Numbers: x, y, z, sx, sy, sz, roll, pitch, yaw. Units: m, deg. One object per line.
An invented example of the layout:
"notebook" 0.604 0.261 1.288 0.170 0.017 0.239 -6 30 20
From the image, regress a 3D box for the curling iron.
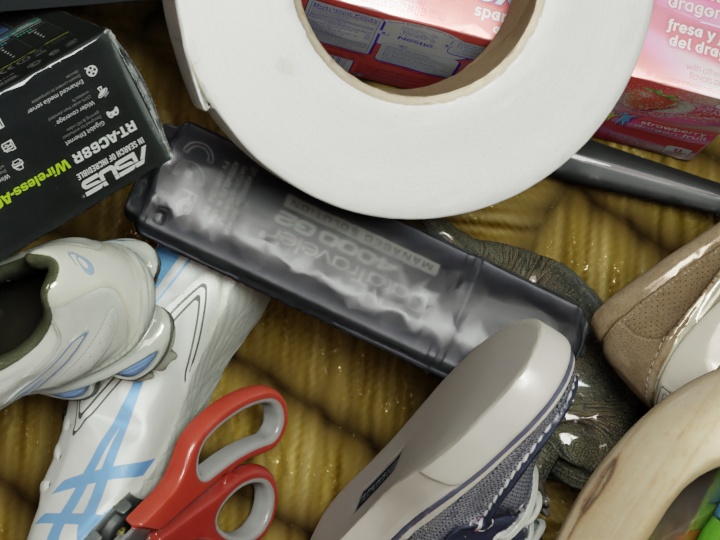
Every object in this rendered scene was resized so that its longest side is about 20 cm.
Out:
"curling iron" 0.076 -0.049 1.105 0.199 0.026 0.050 13 41 -9

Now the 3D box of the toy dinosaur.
"toy dinosaur" 0.084 0.047 1.077 0.102 0.077 0.200 -31 80 -24

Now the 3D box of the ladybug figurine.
"ladybug figurine" 0.144 0.117 0.979 0.135 0.072 0.201 34 98 -5

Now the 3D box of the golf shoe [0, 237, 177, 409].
"golf shoe" -0.176 0.039 0.994 0.199 0.097 0.079 -31 69 15

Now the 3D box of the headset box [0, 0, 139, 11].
"headset box" -0.175 -0.194 1.022 0.173 0.093 0.201 -5 48 -8

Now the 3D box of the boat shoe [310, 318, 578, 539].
"boat shoe" 0.054 0.099 1.002 0.092 0.200 0.075 34 49 -8

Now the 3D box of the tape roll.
"tape roll" 0.019 -0.121 0.986 0.201 0.037 0.204 -2 100 -13

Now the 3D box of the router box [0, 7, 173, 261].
"router box" -0.190 -0.034 1.000 0.199 0.150 0.062 -31 112 -12

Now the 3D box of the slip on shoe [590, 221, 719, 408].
"slip on shoe" 0.182 -0.018 1.043 0.200 0.076 0.061 -44 65 -10

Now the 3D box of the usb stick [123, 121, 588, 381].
"usb stick" 0.000 0.000 1.020 0.199 0.033 0.056 25 73 -2

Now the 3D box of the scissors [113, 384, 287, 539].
"scissors" -0.095 0.106 0.997 0.200 0.014 0.074 -26 125 -47

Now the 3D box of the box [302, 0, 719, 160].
"box" 0.074 -0.126 1.084 0.199 0.103 0.095 14 78 -4

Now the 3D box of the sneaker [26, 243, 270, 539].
"sneaker" -0.102 0.062 1.046 0.072 0.072 0.201 22 78 19
